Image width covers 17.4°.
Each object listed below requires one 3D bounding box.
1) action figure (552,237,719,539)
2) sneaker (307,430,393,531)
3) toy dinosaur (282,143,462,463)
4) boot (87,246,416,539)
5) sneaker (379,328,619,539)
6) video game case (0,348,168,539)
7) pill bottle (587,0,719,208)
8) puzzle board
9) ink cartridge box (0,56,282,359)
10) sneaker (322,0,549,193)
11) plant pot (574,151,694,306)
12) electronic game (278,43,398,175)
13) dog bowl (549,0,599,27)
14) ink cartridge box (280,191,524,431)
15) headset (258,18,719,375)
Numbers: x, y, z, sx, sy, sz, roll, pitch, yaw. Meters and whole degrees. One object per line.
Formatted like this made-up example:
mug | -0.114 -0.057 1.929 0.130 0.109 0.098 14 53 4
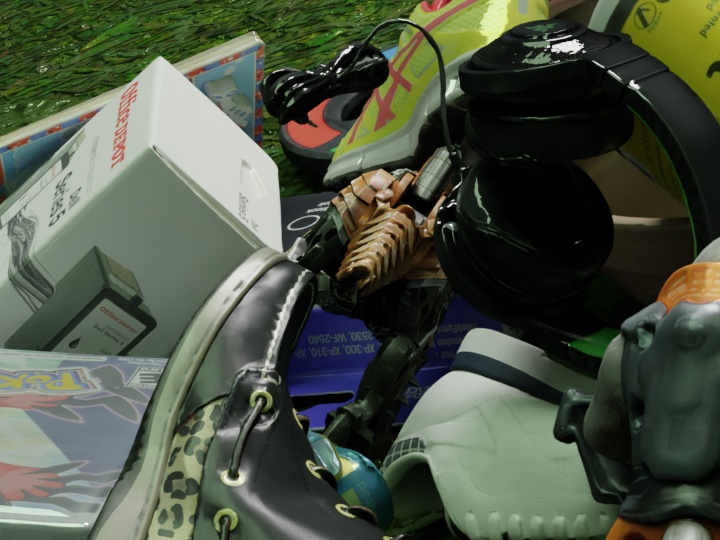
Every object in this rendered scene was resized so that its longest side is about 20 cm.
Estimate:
action figure | 0.138 0.070 0.752 0.200 0.105 0.194 -7 62 26
sneaker | -0.052 0.119 0.900 0.130 0.080 0.200 -16 23 7
toy dinosaur | 0.000 0.000 1.000 0.102 0.200 0.136 34 93 24
boot | -0.008 0.092 0.840 0.153 0.074 0.204 17 50 8
sneaker | 0.086 0.088 0.899 0.081 0.076 0.200 -47 31 -18
video game case | -0.179 0.067 0.938 0.200 0.023 0.182 4 18 8
pill bottle | 0.179 -0.047 0.868 0.111 0.111 0.200 -26 42 -18
puzzle board | -0.119 -0.044 1.249 0.151 0.017 0.200 -24 -21 -13
ink cartridge box | -0.137 0.009 1.112 0.200 0.084 0.146 -42 18 12
sneaker | 0.043 -0.084 1.099 0.078 0.090 0.200 11 -19 -21
plant pot | 0.186 -0.027 1.040 0.201 0.093 0.201 -16 21 6
electronic game | 0.048 -0.105 1.394 0.200 0.042 0.200 -15 23 7
dog bowl | 0.156 -0.127 1.156 0.200 0.200 0.074 -10 62 18
ink cartridge box | -0.005 0.014 1.157 0.198 0.043 0.200 -6 26 26
headset | 0.055 -0.036 0.883 0.094 0.124 0.200 -20 42 -36
